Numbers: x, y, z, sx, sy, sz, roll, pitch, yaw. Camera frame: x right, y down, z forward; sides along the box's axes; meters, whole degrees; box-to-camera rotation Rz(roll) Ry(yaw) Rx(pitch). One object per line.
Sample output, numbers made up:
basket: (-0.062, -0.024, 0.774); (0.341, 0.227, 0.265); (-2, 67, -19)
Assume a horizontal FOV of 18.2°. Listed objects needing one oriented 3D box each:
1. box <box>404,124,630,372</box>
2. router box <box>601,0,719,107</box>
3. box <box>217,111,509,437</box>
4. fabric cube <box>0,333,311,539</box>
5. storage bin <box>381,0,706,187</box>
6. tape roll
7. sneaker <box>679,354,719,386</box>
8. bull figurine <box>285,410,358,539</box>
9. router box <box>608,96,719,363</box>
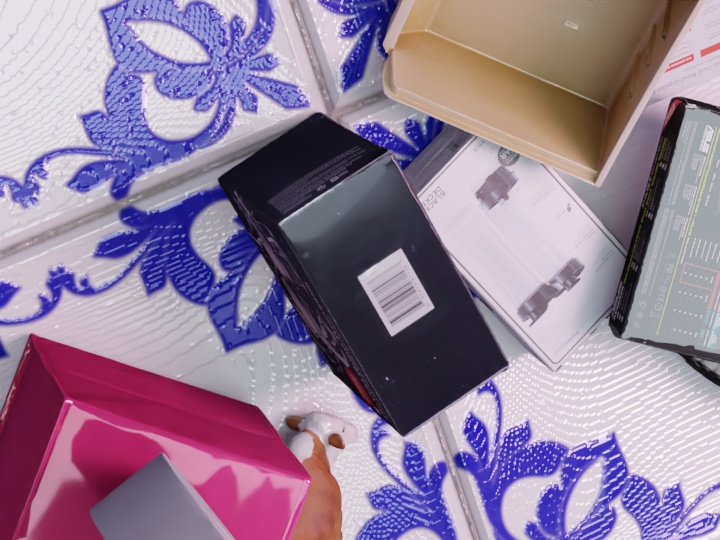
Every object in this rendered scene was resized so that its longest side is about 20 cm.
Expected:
box: (0.126, -0.028, 1.828); (0.117, 0.060, 0.200); (-47, 111, -3)
router box: (0.272, -0.239, 1.796); (0.199, 0.049, 0.180); (-23, 132, -12)
box: (0.000, 0.000, 1.728); (0.104, 0.182, 0.201); (-33, 110, -7)
fabric cube: (-0.181, 0.188, 1.707); (0.198, 0.200, 0.197); (19, 97, -19)
storage bin: (0.136, -0.198, 1.701); (0.197, 0.094, 0.201); (22, 133, -5)
tape roll: (-0.098, 0.221, 1.526); (0.066, 0.200, 0.201); (-39, 111, -6)
sneaker: (0.312, 0.046, 1.898); (0.200, 0.078, 0.090); (38, 86, -22)
bull figurine: (-0.044, 0.205, 1.789); (0.065, 0.200, 0.122); (-2, 124, 21)
router box: (0.299, -0.026, 1.804); (0.149, 0.062, 0.201); (14, 99, -6)
